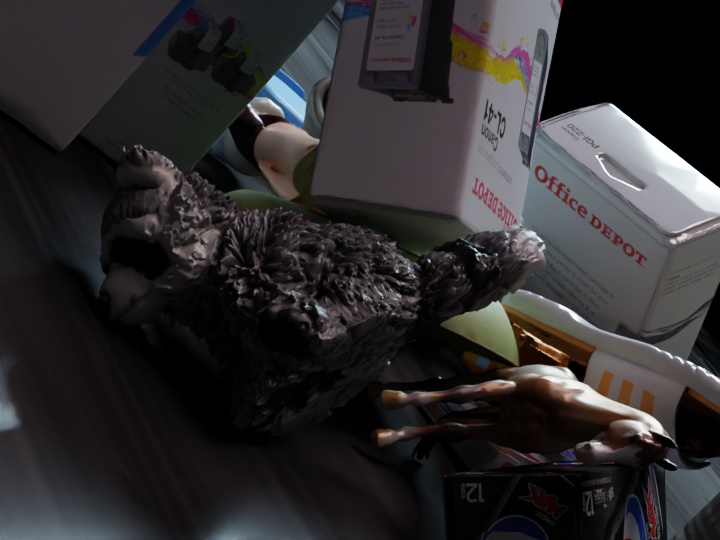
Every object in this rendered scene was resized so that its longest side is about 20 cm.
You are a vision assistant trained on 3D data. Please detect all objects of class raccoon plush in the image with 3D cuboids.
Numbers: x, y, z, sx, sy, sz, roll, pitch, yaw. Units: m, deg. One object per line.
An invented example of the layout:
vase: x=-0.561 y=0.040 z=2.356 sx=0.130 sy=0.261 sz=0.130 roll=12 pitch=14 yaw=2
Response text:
raccoon plush: x=-0.029 y=-0.009 z=0.769 sx=0.200 sy=0.097 sz=0.134 roll=-18 pitch=63 yaw=-41

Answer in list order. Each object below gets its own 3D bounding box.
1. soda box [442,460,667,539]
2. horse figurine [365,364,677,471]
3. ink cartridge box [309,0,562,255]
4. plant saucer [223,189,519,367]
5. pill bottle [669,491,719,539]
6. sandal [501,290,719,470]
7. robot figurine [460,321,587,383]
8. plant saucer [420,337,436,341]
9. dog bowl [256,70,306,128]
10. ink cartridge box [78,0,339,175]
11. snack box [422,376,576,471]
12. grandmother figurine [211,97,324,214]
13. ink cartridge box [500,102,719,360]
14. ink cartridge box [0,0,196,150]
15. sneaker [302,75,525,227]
soda box: x=0.107 y=0.132 z=0.844 sx=0.200 sy=0.070 sz=0.064 roll=10 pitch=78 yaw=-68
horse figurine: x=0.071 y=0.073 z=0.817 sx=0.132 sy=0.050 sz=0.200 roll=-1 pitch=-4 yaw=-3
ink cartridge box: x=0.048 y=-0.114 z=0.874 sx=0.085 sy=0.201 sz=0.148 roll=7 pitch=-7 yaw=18
plant saucer: x=0.000 y=0.000 z=0.892 sx=0.199 sy=0.031 sz=0.200 roll=24 pitch=-3 yaw=1
pill bottle: x=0.178 y=0.158 z=0.718 sx=0.113 sy=0.200 sz=0.113 roll=40 pitch=13 yaw=-11
sandal: x=0.141 y=0.070 z=0.876 sx=0.079 sy=0.059 sz=0.206 roll=33 pitch=-5 yaw=-38
robot figurine: x=0.119 y=0.072 z=1.058 sx=0.145 sy=0.058 sz=0.200 roll=28 pitch=-2 yaw=-5
plant saucer: x=0.026 y=0.023 z=1.120 sx=0.070 sy=0.019 sz=0.200 roll=47 pitch=12 yaw=15
dog bowl: x=-0.035 y=-0.082 z=1.203 sx=0.200 sy=0.050 sz=0.112 roll=42 pitch=12 yaw=-5
ink cartridge box: x=-0.076 y=-0.151 z=0.945 sx=0.068 sy=0.200 sz=0.115 roll=38 pitch=13 yaw=-22
snack box: x=0.116 y=0.127 z=1.039 sx=0.200 sy=0.024 sz=0.072 roll=30 pitch=15 yaw=-46
grandmother figurine: x=-0.048 y=-0.071 z=1.022 sx=0.121 sy=0.061 sz=0.200 roll=52 pitch=-9 yaw=-23
ink cartridge box: x=0.172 y=0.004 z=1.173 sx=0.085 sy=0.201 sz=0.146 roll=-21 pitch=50 yaw=-33
ink cartridge box: x=-0.174 y=-0.192 z=0.896 sx=0.145 sy=0.147 sz=0.200 roll=38 pitch=14 yaw=-24
sneaker: x=0.026 y=-0.062 z=1.053 sx=0.074 sy=0.080 sz=0.200 roll=-27 pitch=42 yaw=-31
